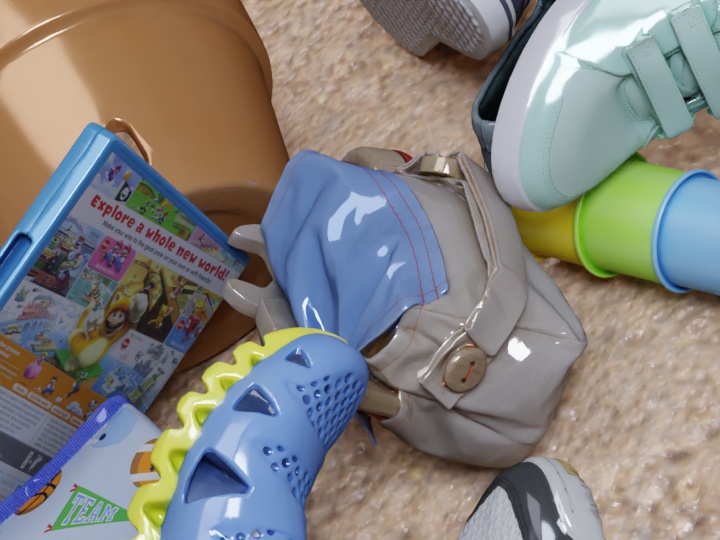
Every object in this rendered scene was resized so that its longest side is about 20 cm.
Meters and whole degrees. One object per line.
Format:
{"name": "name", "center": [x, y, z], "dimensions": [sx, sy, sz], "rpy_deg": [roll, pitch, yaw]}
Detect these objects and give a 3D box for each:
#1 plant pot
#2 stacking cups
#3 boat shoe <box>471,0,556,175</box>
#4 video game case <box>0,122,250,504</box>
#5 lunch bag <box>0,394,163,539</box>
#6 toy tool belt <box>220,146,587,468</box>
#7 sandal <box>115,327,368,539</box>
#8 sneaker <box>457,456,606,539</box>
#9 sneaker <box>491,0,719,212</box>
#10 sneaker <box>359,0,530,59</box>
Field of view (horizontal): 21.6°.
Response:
{"name": "plant pot", "center": [-0.116, -0.040, 0.924], "dimensions": [0.200, 0.200, 0.140], "rpy_deg": [-37, 59, 6]}
{"name": "stacking cups", "center": [0.152, -0.008, 0.784], "dimensions": [0.200, 0.061, 0.061], "rpy_deg": [20, 69, 41]}
{"name": "boat shoe", "center": [0.117, -0.121, 0.897], "dimensions": [0.073, 0.062, 0.200], "rpy_deg": [17, 67, 45]}
{"name": "video game case", "center": [-0.135, 0.049, 0.802], "dimensions": [0.018, 0.143, 0.200], "rpy_deg": [31, 83, 28]}
{"name": "lunch bag", "center": [-0.107, 0.183, 0.764], "dimensions": [0.200, 0.124, 0.170], "rpy_deg": [-43, 42, -13]}
{"name": "toy tool belt", "center": [0.000, 0.000, 0.811], "dimensions": [0.200, 0.122, 0.125], "rpy_deg": [53, 129, 48]}
{"name": "sandal", "center": [-0.048, 0.113, 0.664], "dimensions": [0.087, 0.080, 0.200], "rpy_deg": [23, 74, 27]}
{"name": "sneaker", "center": [0.018, 0.154, 0.653], "dimensions": [0.201, 0.087, 0.076], "rpy_deg": [-70, 22, 13]}
{"name": "sneaker", "center": [0.148, -0.085, 0.752], "dimensions": [0.200, 0.074, 0.118], "rpy_deg": [-45, 46, -4]}
{"name": "sneaker", "center": [0.049, -0.153, 0.920], "dimensions": [0.079, 0.078, 0.200], "rpy_deg": [-43, 12, -3]}
